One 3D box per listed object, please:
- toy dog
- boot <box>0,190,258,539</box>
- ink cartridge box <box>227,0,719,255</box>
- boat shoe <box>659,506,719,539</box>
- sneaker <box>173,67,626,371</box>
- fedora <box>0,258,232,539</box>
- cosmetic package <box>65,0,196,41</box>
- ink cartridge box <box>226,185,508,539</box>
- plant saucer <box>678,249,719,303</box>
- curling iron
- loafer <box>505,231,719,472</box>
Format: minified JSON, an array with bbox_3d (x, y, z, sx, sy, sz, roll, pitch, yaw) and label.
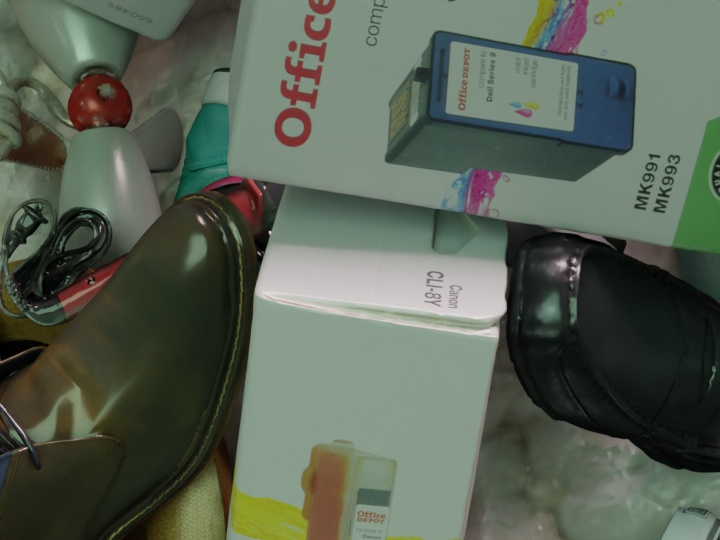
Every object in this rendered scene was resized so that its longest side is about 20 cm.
[{"bbox_3d":[-0.130,-0.090,0.799,0.131,0.096,0.201,22,61,-17],"label":"toy dog"},{"bbox_3d":[-0.112,0.058,0.649,0.075,0.097,0.200,44,117,29],"label":"boot"},{"bbox_3d":[0.062,-0.095,0.611,0.199,0.088,0.146,10,113,-5],"label":"ink cartridge box"},{"bbox_3d":[0.116,0.195,0.716,0.066,0.070,0.201,23,81,18],"label":"boat shoe"},{"bbox_3d":[0.000,0.000,0.759,0.199,0.084,0.121,21,83,24],"label":"sneaker"},{"bbox_3d":[-0.109,0.093,0.763,0.200,0.082,0.202,0,90,38],"label":"fedora"},{"bbox_3d":[-0.098,-0.236,0.720,0.164,0.165,0.201,23,61,-15],"label":"cosmetic package"},{"bbox_3d":[-0.002,0.070,0.672,0.083,0.145,0.201,9,115,0],"label":"ink cartridge box"},{"bbox_3d":[0.225,-0.025,0.729,0.200,0.039,0.202,-2,82,14],"label":"plant saucer"},{"bbox_3d":[-0.051,-0.031,0.713,0.199,0.026,0.050,-21,86,-6],"label":"curling iron"},{"bbox_3d":[0.113,0.032,0.666,0.070,0.200,0.068,-1,73,30],"label":"loafer"}]
